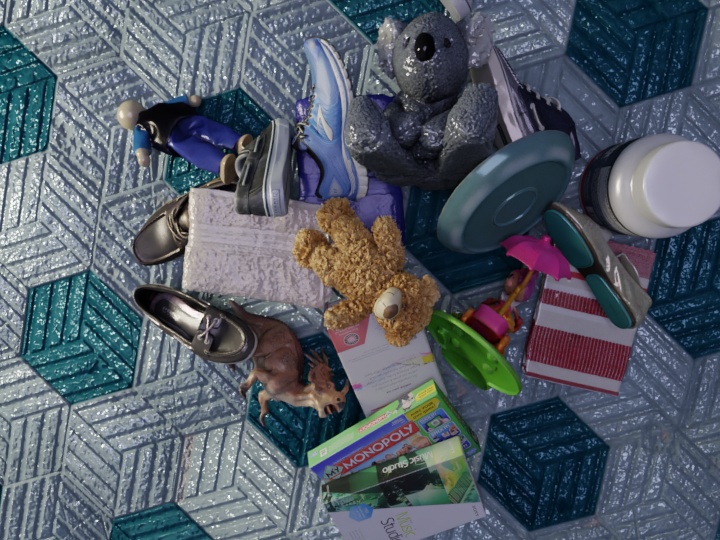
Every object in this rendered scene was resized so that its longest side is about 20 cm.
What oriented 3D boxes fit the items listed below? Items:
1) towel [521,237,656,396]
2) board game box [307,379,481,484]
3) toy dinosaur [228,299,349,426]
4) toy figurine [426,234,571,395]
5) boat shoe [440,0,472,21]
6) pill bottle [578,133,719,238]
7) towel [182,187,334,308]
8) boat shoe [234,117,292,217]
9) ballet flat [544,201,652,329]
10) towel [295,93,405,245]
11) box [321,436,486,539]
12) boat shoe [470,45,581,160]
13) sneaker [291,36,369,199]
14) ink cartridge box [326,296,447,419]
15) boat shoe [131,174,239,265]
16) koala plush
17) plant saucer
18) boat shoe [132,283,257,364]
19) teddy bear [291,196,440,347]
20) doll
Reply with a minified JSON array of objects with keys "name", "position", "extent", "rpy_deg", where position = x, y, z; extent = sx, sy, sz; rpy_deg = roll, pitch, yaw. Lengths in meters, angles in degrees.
[{"name":"towel","position":[0.308,0.058,0.893],"extent":[0.140,0.023,0.205],"rpy_deg":[12,97,0]},{"name":"board game box","position":[0.046,0.241,0.877],"extent":[0.198,0.029,0.135],"rpy_deg":[-32,124,12]},{"name":"toy dinosaur","position":[-0.104,0.121,0.894],"extent":[0.133,0.086,0.203],"rpy_deg":[-26,77,-5]},{"name":"toy figurine","position":[0.192,0.044,0.844],"extent":[0.149,0.201,0.185],"rpy_deg":[37,76,18]},{"name":"boat shoe","position":[0.101,-0.420,0.835],"extent":[0.064,0.074,0.203],"rpy_deg":[-28,94,9]},{"name":"pill bottle","position":[0.346,-0.100,0.786],"extent":[0.116,0.200,0.123],"rpy_deg":[0,95,2]},{"name":"towel","position":[-0.127,-0.028,0.841],"extent":[0.195,0.034,0.136],"rpy_deg":[7,94,-6]},{"name":"boat shoe","position":[-0.121,-0.135,0.813],"extent":[0.069,0.202,0.074],"rpy_deg":[-1,123,-2]},{"name":"ballet flat","position":[0.309,-0.016,0.849],"extent":[0.062,0.067,0.202],"rpy_deg":[-39,101,-17]},{"name":"towel","position":[-0.015,-0.129,0.883],"extent":[0.144,0.050,0.206],"rpy_deg":[-2,95,-3]},{"name":"box","position":[0.062,0.312,0.887],"extent":[0.196,0.037,0.146],"rpy_deg":[-22,125,4]},{"name":"boat shoe","position":[0.215,-0.211,0.856],"extent":[0.091,0.075,0.204],"rpy_deg":[-22,96,-9]},{"name":"sneaker","position":[-0.047,-0.185,0.813],"extent":[0.087,0.079,0.205],"rpy_deg":[-12,95,-3]},{"name":"ink cartridge box","position":[0.042,0.123,0.871],"extent":[0.114,0.068,0.203],"rpy_deg":[-19,114,5]},{"name":"boat shoe","position":[-0.230,-0.074,0.882],"extent":[0.198,0.073,0.075],"rpy_deg":[-34,92,5]},{"name":"koala plush","position":[0.082,-0.216,0.792],"extent":[0.173,0.184,0.205],"rpy_deg":[-2,78,16]},{"name":"plant saucer","position":[0.184,-0.084,0.803],"extent":[0.198,0.200,0.028],"rpy_deg":[-34,61,5]},{"name":"boat shoe","position":[-0.223,0.068,0.859],"extent":[0.197,0.057,0.068],"rpy_deg":[20,81,31]},{"name":"teddy bear","position":[0.000,0.000,0.781],"extent":[0.143,0.067,0.203],"rpy_deg":[-31,72,5]},{"name":"doll","position":[-0.242,-0.179,0.864],"extent":[0.197,0.049,0.137],"rpy_deg":[25,59,17]}]
